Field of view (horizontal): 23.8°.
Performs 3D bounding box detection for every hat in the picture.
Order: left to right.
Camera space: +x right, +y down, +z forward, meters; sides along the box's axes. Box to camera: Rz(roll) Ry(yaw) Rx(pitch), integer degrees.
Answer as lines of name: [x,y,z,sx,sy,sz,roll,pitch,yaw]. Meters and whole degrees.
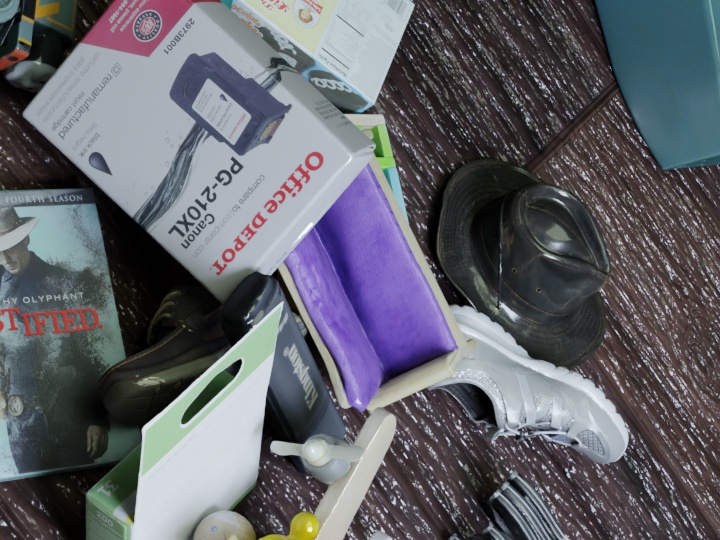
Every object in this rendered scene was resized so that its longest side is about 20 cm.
hat: [0.162,-0.018,1.459,0.200,0.081,0.202,20,56,-33]

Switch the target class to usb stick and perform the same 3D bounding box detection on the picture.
usb stick: [-0.053,0.078,1.226,0.056,0.032,0.200,-53,145,-25]

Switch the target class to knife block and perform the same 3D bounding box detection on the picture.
knife block: [0.163,0.259,1.374,0.199,0.064,0.177,14,66,-33]

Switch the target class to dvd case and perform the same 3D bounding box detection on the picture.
dvd case: [-0.233,0.042,1.179,0.145,0.022,0.201,-3,75,-38]

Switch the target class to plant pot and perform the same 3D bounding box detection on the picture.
plant pot: [0.331,-0.204,1.629,0.141,0.141,0.201,-8,85,-39]

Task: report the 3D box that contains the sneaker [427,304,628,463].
sneaker: [0.129,0.113,1.407,0.199,0.075,0.082,31,63,-11]

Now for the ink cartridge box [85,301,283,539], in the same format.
ink cartridge box: [-0.119,0.116,1.131,0.048,0.201,0.146,30,48,20]

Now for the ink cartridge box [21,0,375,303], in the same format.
ink cartridge box: [-0.111,-0.098,1.204,0.200,0.145,0.084,43,13,3]

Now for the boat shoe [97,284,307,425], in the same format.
boat shoe: [-0.123,0.053,1.228,0.073,0.074,0.200,53,33,12]

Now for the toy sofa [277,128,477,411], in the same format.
toy sofa: [0.000,0.000,1.286,0.201,0.083,0.098,64,26,0]

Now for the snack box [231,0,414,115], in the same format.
snack box: [-0.054,-0.231,1.405,0.200,0.037,0.117,36,56,-22]

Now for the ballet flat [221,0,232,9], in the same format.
ballet flat: [-0.137,-0.165,1.292,0.067,0.068,0.201,5,73,4]

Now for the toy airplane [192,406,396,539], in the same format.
toy airplane: [-0.049,0.208,1.175,0.141,0.200,0.200,28,44,5]

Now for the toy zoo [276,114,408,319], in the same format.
toy zoo: [-0.015,-0.029,1.371,0.131,0.020,0.201,-3,75,-38]

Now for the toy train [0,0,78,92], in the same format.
toy train: [-0.249,-0.226,1.230,0.114,0.085,0.201,20,62,-41]
